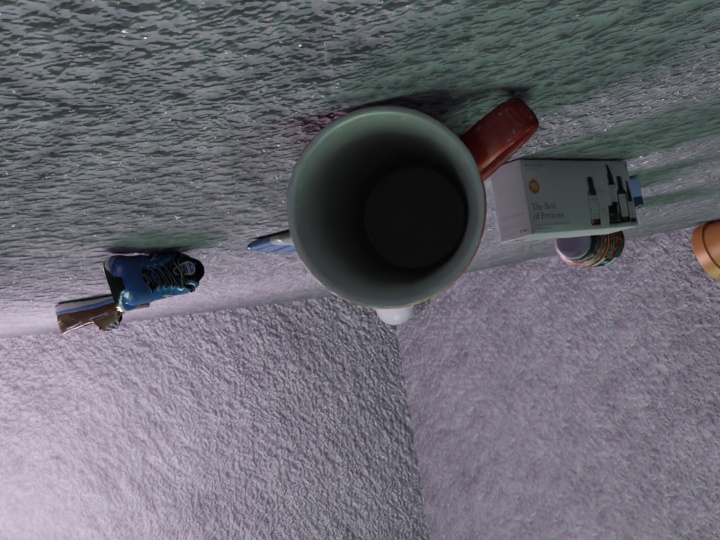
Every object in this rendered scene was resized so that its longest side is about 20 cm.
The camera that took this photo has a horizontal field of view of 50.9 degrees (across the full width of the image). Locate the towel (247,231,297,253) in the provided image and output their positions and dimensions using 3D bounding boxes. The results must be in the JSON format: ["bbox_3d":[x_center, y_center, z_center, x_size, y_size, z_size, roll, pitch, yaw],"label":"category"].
[{"bbox_3d":[-0.042,-0.049,1.091,0.199,0.024,0.147,-11,175,27],"label":"towel"}]

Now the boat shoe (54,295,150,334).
[{"bbox_3d":[-0.544,0.094,1.615,0.199,0.073,0.072,-9,176,-4],"label":"boat shoe"}]

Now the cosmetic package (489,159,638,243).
[{"bbox_3d":[0.234,-0.081,0.854,0.199,0.083,0.051,-7,173,-38],"label":"cosmetic package"}]

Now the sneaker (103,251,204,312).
[{"bbox_3d":[-0.273,0.003,1.025,0.089,0.079,0.200,-17,-177,13],"label":"sneaker"}]

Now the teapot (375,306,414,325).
[{"bbox_3d":[0.148,0.144,3.501,0.200,0.197,0.146,-39,140,-11],"label":"teapot"}]

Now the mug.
[{"bbox_3d":[0.054,-0.046,0.590,0.176,0.134,0.200,-8,180,10],"label":"mug"}]

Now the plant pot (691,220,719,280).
[{"bbox_3d":[1.187,-0.083,2.424,0.199,0.201,0.140,-7,159,-33],"label":"plant pot"}]

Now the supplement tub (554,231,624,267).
[{"bbox_3d":[0.455,-0.058,1.517,0.106,0.108,0.200,-12,176,32],"label":"supplement tub"}]

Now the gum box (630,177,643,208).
[{"bbox_3d":[0.318,-0.091,1.162,0.169,0.045,0.200,-9,177,4],"label":"gum box"}]
